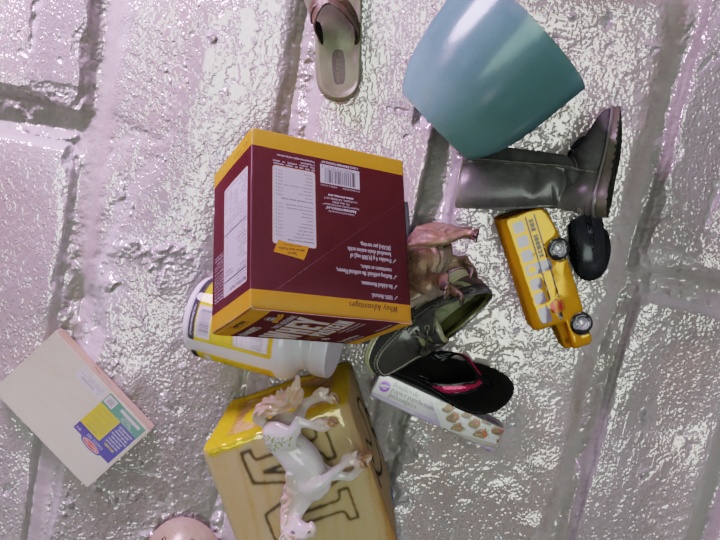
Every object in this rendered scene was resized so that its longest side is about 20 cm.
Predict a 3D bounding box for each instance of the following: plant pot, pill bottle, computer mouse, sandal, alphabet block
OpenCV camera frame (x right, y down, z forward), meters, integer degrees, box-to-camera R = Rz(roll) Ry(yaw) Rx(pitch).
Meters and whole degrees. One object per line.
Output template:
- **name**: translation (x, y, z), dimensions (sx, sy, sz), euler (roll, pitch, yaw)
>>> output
- **plant pot**: translation (0.149, -0.238, 0.852), dimensions (0.201, 0.201, 0.161), euler (44, 106, -5)
- **pill bottle**: translation (-0.127, 0.081, 0.914), dimensions (0.198, 0.112, 0.113), euler (13, 98, 14)
- **computer mouse**: translation (0.315, -0.085, 0.945), dimensions (0.058, 0.034, 0.202), euler (-7, 97, 3)
- **sandal**: translation (0.122, 0.144, 0.959), dimensions (0.199, 0.045, 0.075), euler (20, 57, 0)
- **alphabet block**: translation (-0.073, 0.267, 0.921), dimensions (0.195, 0.195, 0.201), euler (-19, 98, 1)
- **sandal**: translation (-0.032, -0.328, 0.904), dimensions (0.079, 0.057, 0.203), euler (-9, 98, 2)

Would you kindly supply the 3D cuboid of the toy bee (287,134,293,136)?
- **toy bee**: translation (-0.128, -0.068, 0.913), dimensions (0.130, 0.109, 0.201), euler (-18, 93, 28)

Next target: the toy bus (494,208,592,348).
- **toy bus**: translation (0.254, 0.011, 0.943), dimensions (0.078, 0.065, 0.201), euler (-19, 97, 3)

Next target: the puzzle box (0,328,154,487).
- **puzzle box**: translation (-0.418, 0.202, 0.999), dimensions (0.133, 0.025, 0.200), euler (-40, 96, 5)

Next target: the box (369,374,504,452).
- **box**: translation (0.110, 0.198, 0.984), dimensions (0.199, 0.041, 0.039), euler (25, 98, -3)

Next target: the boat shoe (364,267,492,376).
- **boat shoe**: translation (0.094, 0.074, 0.927), dimensions (0.200, 0.066, 0.072), euler (-39, 122, -11)

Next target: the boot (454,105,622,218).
- **boot**: translation (0.238, -0.149, 0.911), dimensions (0.199, 0.073, 0.183), euler (7, 59, 28)

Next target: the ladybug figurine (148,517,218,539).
- **ladybug figurine**: translation (-0.266, 0.470, 1.010), dimensions (0.135, 0.072, 0.202), euler (-1, 98, 1)

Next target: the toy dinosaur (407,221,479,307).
- **toy dinosaur**: translation (0.078, -0.012, 0.904), dimensions (0.135, 0.086, 0.201), euler (16, 58, 25)

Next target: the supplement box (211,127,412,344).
- **supplement box**: translation (-0.059, -0.029, 0.798), dimensions (0.196, 0.133, 0.202), euler (7, 71, -28)

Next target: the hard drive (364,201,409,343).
- **hard drive**: translation (0.000, 0.000, 0.956), dimensions (0.134, 0.042, 0.202), euler (3, 98, 0)

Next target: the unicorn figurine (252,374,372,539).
- **unicorn figurine**: translation (-0.060, 0.228, 0.791), dimensions (0.137, 0.074, 0.201), euler (-28, 83, 14)
